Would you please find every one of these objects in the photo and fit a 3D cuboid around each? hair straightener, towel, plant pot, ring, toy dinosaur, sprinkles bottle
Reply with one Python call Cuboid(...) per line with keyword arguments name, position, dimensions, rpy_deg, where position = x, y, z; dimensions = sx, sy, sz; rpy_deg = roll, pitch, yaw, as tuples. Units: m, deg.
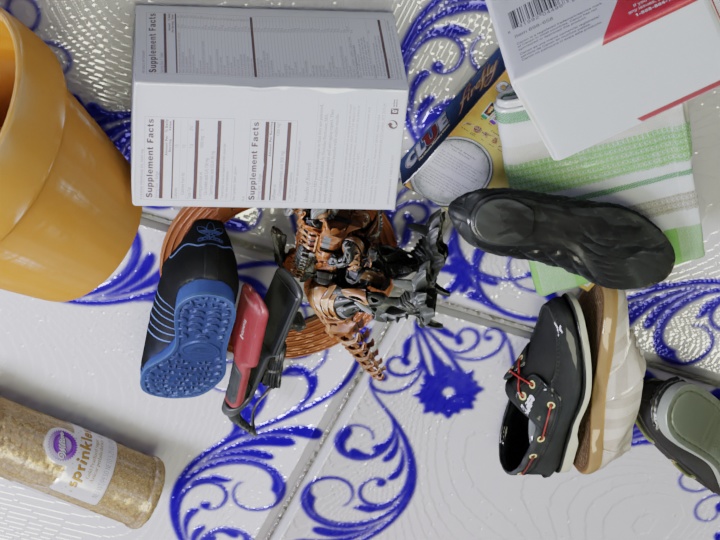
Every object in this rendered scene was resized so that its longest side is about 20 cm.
Cuboid(name="hair straightener", position=(-0.071, 0.069, 1.604), dimensions=(0.077, 0.041, 0.201), rpy_deg=(-27, 148, -29))
Cuboid(name="towel", position=(0.191, -0.074, 1.539), dimensions=(0.148, 0.031, 0.201), rpy_deg=(-12, 130, 5))
Cuboid(name="plant pot", position=(-0.265, -0.068, 1.436), dimensions=(0.199, 0.201, 0.183), rpy_deg=(-33, 141, 18))
Cuboid(name="ring", position=(-0.067, -0.001, 1.611), dimensions=(0.198, 0.019, 0.202), rpy_deg=(-4, 128, -5))
Cuboid(name="toy dinosaur", position=(0.000, 0.000, 1.569), dimensions=(0.134, 0.103, 0.200), rpy_deg=(-2, 148, 14))
Cuboid(name="sprinkles bottle", position=(-0.268, 0.160, 1.680), dimensions=(0.199, 0.069, 0.068), rpy_deg=(25, 121, -25))

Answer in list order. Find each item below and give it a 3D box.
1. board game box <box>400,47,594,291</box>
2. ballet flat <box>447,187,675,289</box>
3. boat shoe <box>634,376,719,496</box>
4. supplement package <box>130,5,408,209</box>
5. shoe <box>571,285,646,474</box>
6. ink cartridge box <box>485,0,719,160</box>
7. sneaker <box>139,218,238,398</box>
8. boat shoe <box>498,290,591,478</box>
Cuboid(name="board game box", position=(0.150, -0.079, 1.566), dimensions=(0.199, 0.035, 0.136), rpy_deg=(29, 120, -26))
Cuboid(name="ballet flat", position=(0.162, -0.032, 1.532), dimensions=(0.198, 0.057, 0.067), rpy_deg=(15, 100, -24))
Cuboid(name="boat shoe", position=(0.314, 0.156, 1.758), dimensions=(0.201, 0.060, 0.072), rpy_deg=(42, 74, -36))
Cuboid(name="supplement package", position=(-0.072, -0.122, 1.454), dimensions=(0.198, 0.114, 0.110), rpy_deg=(1, 127, -6))
Cuboid(name="shoe", position=(0.215, 0.088, 1.685), dimensions=(0.053, 0.070, 0.201), rpy_deg=(-9, 127, -14))
Cuboid(name="ink cartridge box", position=(0.167, -0.193, 1.374), dimensions=(0.143, 0.201, 0.084), rpy_deg=(-24, 131, 12))
Cuboid(name="sneaker", position=(-0.136, 0.035, 1.581), dimensions=(0.069, 0.079, 0.200), rpy_deg=(8, 149, -15))
Cuboid(name="boat shoe", position=(0.158, 0.104, 1.685), dimensions=(0.062, 0.074, 0.203), rpy_deg=(-6, 134, -12))
